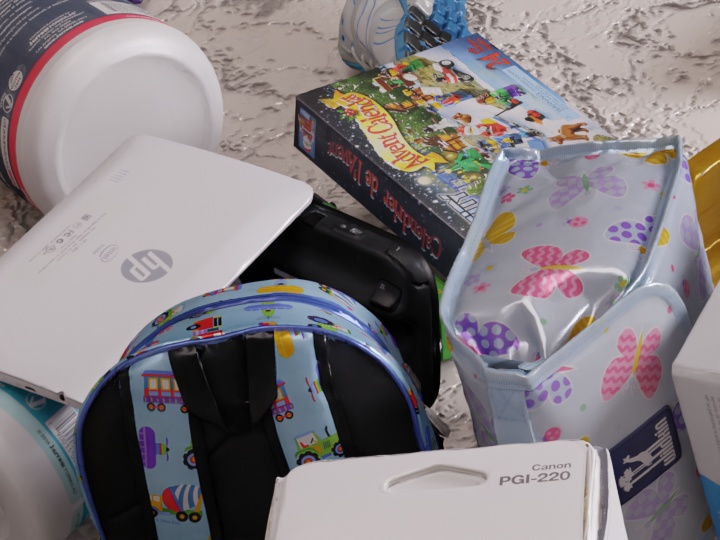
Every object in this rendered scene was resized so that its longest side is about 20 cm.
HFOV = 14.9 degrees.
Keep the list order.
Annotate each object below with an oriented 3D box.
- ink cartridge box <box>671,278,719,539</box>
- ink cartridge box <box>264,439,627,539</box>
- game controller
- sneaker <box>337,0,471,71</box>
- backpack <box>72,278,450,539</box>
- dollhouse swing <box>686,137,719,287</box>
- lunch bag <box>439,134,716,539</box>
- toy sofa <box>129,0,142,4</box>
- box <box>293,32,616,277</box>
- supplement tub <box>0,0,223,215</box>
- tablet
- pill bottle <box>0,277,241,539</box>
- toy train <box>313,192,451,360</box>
[{"bbox_3d":[0.276,0.063,1.297,0.200,0.147,0.146,9,48,30],"label":"ink cartridge box"},{"bbox_3d":[0.050,0.176,1.186,0.146,0.200,0.085,-6,36,12],"label":"ink cartridge box"},{"bbox_3d":[-0.029,0.009,1.532,0.042,0.104,0.200,-32,38,-31],"label":"game controller"},{"bbox_3d":[0.026,-0.143,1.773,0.087,0.075,0.200,-38,34,27],"label":"sneaker"},{"bbox_3d":[-0.048,0.088,1.346,0.183,0.200,0.135,-11,35,7],"label":"backpack"},{"bbox_3d":[0.271,-0.066,1.466,0.182,0.176,0.200,-33,40,-25],"label":"dollhouse swing"},{"bbox_3d":[0.115,0.057,1.356,0.127,0.170,0.200,-2,34,22],"label":"lunch bag"},{"bbox_3d":[-0.246,-0.221,1.970,0.083,0.098,0.200,-50,43,-6],"label":"toy sofa"},{"bbox_3d":[0.073,-0.059,1.598,0.137,0.038,0.200,-21,44,-30],"label":"box"},{"bbox_3d":[-0.191,-0.116,1.735,0.140,0.140,0.200,-31,37,-22],"label":"supplement tub"},{"bbox_3d":[-0.130,-0.003,1.475,0.130,0.014,0.200,18,46,30],"label":"tablet"},{"bbox_3d":[-0.149,0.061,1.499,0.111,0.111,0.200,16,44,36],"label":"pill bottle"},{"bbox_3d":[0.000,0.000,1.594,0.056,0.042,0.200,-20,34,-25],"label":"toy train"}]
